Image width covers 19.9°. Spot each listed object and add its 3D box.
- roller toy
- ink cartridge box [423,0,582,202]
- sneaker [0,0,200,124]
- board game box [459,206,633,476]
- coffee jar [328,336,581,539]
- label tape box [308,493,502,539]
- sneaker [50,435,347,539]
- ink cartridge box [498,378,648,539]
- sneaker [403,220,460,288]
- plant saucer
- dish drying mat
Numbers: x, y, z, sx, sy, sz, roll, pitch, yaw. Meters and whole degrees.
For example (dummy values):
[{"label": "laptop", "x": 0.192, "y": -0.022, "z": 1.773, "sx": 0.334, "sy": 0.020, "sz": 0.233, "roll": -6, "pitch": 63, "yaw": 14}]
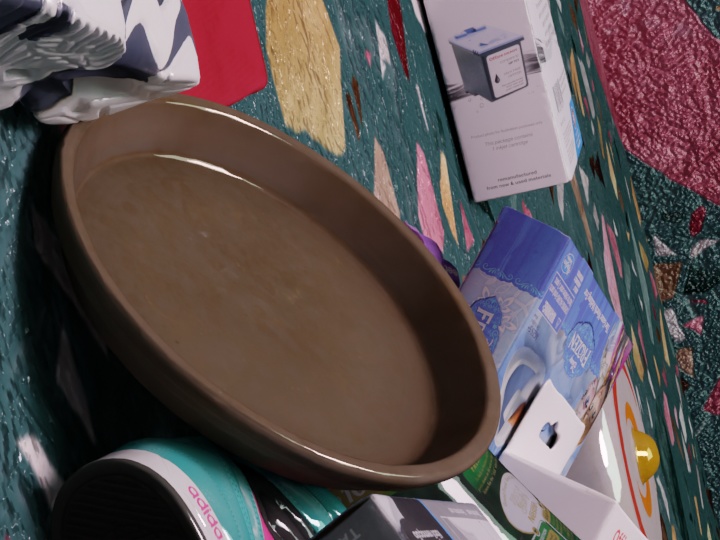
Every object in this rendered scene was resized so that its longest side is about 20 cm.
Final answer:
[{"label": "roller toy", "x": 0.114, "y": 0.125, "z": 1.256, "sx": 0.200, "sy": 0.140, "sz": 0.183, "roll": 43, "pitch": 37, "yaw": -68}, {"label": "ink cartridge box", "x": 0.114, "y": -0.172, "z": 1.642, "sx": 0.146, "sy": 0.086, "sz": 0.200, "roll": -57, "pitch": 132, "yaw": -72}, {"label": "sneaker", "x": -0.115, "y": -0.122, "z": 0.671, "sx": 0.199, "sy": 0.079, "sz": 0.130, "roll": -5, "pitch": 78, "yaw": -73}, {"label": "board game box", "x": 0.066, "y": 0.090, "z": 1.065, "sx": 0.199, "sy": 0.043, "sz": 0.200, "roll": -61, "pitch": 157, "yaw": -7}, {"label": "coffee jar", "x": 0.031, "y": 0.119, "z": 0.863, "sx": 0.200, "sy": 0.104, "sz": 0.085, "roll": 48, "pitch": 22, "yaw": -8}, {"label": "label tape box", "x": 0.059, "y": 0.165, "z": 0.624, "sx": 0.200, "sy": 0.063, "sz": 0.144, "roll": 51, "pitch": 7, "yaw": 15}, {"label": "sneaker", "x": -0.036, "y": 0.146, "z": 0.736, "sx": 0.200, "sy": 0.084, "sz": 0.121, "roll": 70, "pitch": 22, "yaw": -5}, {"label": "ink cartridge box", "x": 0.087, "y": 0.167, "z": 1.043, "sx": 0.200, "sy": 0.067, "sz": 0.117, "roll": -63, "pitch": 157, "yaw": -8}, {"label": "sneaker", "x": 0.000, "y": 0.000, "z": 1.011, "sx": 0.200, "sy": 0.088, "sz": 0.081, "roll": 59, "pitch": 24, "yaw": -51}, {"label": "plant saucer", "x": -0.034, "y": 0.010, "z": 0.779, "sx": 0.200, "sy": 0.029, "sz": 0.200, "roll": 29, "pitch": 30, "yaw": -19}, {"label": "dish drying mat", "x": -0.079, "y": -0.108, "z": 0.934, "sx": 0.200, "sy": 0.018, "sz": 0.077, "roll": -48, "pitch": 126, "yaw": -75}]
